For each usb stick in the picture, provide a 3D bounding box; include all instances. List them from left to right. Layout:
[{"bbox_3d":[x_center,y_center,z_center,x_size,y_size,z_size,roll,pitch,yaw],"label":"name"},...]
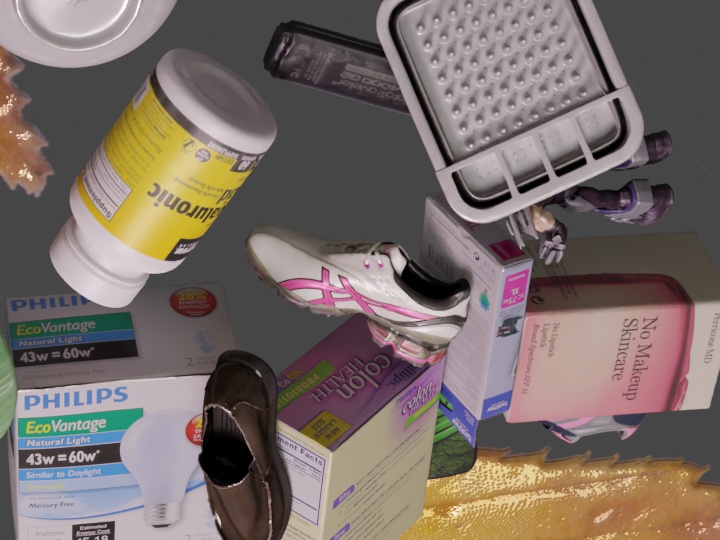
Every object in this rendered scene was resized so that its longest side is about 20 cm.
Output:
[{"bbox_3d":[0.018,-0.159,1.665,0.198,0.033,0.056,13,129,-24],"label":"usb stick"}]

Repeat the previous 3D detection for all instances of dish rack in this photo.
[{"bbox_3d":[0.119,-0.156,1.636,0.170,0.044,0.201,-24,95,1],"label":"dish rack"}]

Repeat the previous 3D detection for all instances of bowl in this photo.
[{"bbox_3d":[-0.213,-0.226,1.513,0.199,0.091,0.202,-8,128,-10],"label":"bowl"}]

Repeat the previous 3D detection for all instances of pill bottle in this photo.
[{"bbox_3d":[-0.164,-0.069,1.632,0.111,0.112,0.200,25,118,-30],"label":"pill bottle"}]

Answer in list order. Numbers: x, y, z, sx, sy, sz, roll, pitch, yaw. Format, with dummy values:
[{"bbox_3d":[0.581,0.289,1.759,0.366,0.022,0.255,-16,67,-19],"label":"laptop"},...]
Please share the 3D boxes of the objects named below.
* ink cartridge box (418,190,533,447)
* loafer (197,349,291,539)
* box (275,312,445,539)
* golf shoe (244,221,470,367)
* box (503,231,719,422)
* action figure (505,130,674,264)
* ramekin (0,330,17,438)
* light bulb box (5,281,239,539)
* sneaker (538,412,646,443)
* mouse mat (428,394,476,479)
[{"bbox_3d":[0.093,0.042,1.781,0.042,0.119,0.201,-15,131,-29],"label":"ink cartridge box"},{"bbox_3d":[-0.107,0.162,1.679,0.072,0.071,0.202,11,125,25],"label":"loafer"},{"bbox_3d":[-0.020,0.169,1.799,0.176,0.096,0.201,-38,145,-43],"label":"box"},{"bbox_3d":[0.000,0.000,1.733,0.199,0.073,0.092,25,124,-6],"label":"golf shoe"},{"bbox_3d":[0.218,0.051,1.830,0.198,0.109,0.129,-3,127,-12],"label":"box"},{"bbox_3d":[0.173,-0.072,1.720,0.198,0.131,0.069,-3,171,-29],"label":"action figure"},{"bbox_3d":[-0.370,0.082,1.641,0.098,0.199,0.201,-35,144,-43],"label":"ramekin"},{"bbox_3d":[-0.207,0.131,1.765,0.196,0.125,0.201,-4,129,-13],"label":"light bulb box"},{"bbox_3d":[0.180,0.128,1.903,0.198,0.070,0.083,3,122,-16],"label":"sneaker"},{"bbox_3d":[0.013,0.148,1.916,0.198,0.008,0.162,-11,129,-8],"label":"mouse mat"}]
